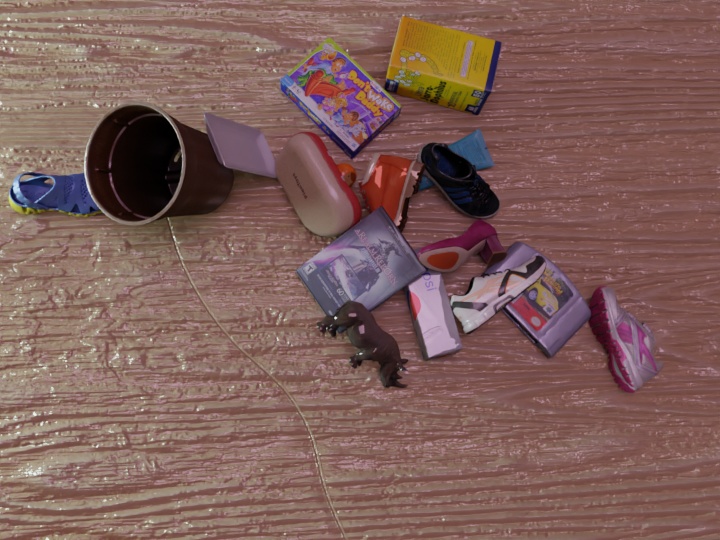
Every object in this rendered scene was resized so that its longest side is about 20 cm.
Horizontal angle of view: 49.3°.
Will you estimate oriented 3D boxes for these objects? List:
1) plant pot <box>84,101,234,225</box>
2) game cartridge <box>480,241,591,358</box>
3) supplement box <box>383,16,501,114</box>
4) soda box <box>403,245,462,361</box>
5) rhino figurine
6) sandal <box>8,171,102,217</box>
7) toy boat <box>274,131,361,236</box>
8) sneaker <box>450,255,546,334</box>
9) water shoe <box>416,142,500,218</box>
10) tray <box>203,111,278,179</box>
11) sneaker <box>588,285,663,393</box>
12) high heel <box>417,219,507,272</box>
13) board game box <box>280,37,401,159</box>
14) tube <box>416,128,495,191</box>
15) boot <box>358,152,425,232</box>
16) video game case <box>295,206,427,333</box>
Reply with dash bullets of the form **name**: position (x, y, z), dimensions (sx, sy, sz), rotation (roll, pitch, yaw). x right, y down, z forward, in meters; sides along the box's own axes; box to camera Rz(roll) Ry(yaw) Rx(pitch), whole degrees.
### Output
- **plant pot**: position (-0.330, -0.175, 1.358), dimensions (0.199, 0.198, 0.201), rotation (0, 91, 22)
- **game cartridge**: position (0.330, 0.047, 1.472), dimensions (0.133, 0.041, 0.200), rotation (-43, 84, -16)
- **supplement box**: position (0.156, -0.393, 1.516), dimensions (0.199, 0.109, 0.110), rotation (14, 77, -1)
- **soda box**: position (0.124, 0.060, 1.435), dimensions (0.068, 0.063, 0.201), rotation (-13, 79, -7)
- **rhino figurine**: position (0.019, 0.138, 1.399), dimensions (0.087, 0.060, 0.200), rotation (-40, 100, 12)
- **sandal**: position (-0.539, -0.142, 1.413), dimensions (0.199, 0.087, 0.080), rotation (-7, 76, -8)
- **toy boat**: position (-0.059, -0.163, 1.455), dimensions (0.130, 0.130, 0.200), rotation (-22, 79, -39)
- **sneaker**: position (0.248, 0.027, 1.415), dimensions (0.200, 0.074, 0.080), rotation (-35, 80, -11)
- **water shoe**: position (0.191, -0.162, 1.457), dimensions (0.200, 0.079, 0.072), rotation (34, 80, -19)
- **tray**: position (-0.215, -0.218, 1.416), dimensions (0.022, 0.200, 0.108), rotation (-28, 79, 20)
- **sneaker**: position (0.491, 0.119, 1.451), dimensions (0.088, 0.081, 0.201), rotation (-20, 88, -10)
- **high heel**: position (0.172, -0.052, 1.438), dimensions (0.199, 0.068, 0.096), rotation (0, 47, -35)
- **board game box**: position (-0.039, -0.334, 1.519), dimensions (0.200, 0.045, 0.134), rotation (44, 78, 6)
- **tube**: position (0.160, -0.202, 1.508), dimensions (0.199, 0.050, 0.078), rotation (-24, 95, -13)
- **boot**: position (0.038, -0.118, 1.449), dimensions (0.107, 0.075, 0.201), rotation (20, 100, 8)
- **video game case**: position (0.000, 0.000, 1.420), dimensions (0.200, 0.019, 0.143), rotation (-37, 84, 13)
